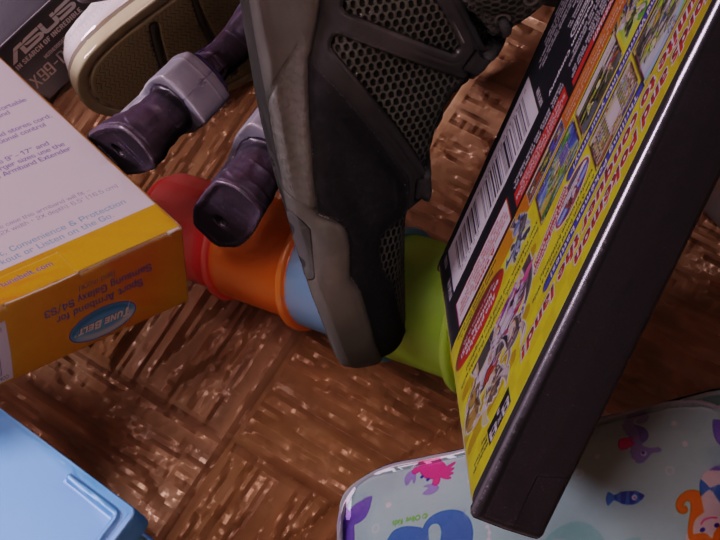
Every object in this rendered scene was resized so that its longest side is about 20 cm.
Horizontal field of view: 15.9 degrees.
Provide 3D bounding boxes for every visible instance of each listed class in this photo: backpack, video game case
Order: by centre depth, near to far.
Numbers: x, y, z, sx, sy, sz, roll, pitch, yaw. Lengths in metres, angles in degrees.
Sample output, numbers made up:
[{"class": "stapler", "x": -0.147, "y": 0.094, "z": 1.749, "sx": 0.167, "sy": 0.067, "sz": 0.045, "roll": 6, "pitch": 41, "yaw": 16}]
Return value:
[{"class": "video game case", "x": 0.077, "y": -0.044, "z": 0.801, "sx": 0.181, "sy": 0.025, "sz": 0.201, "roll": -93, "pitch": 26, "yaw": -66}, {"class": "backpack", "x": 0.082, "y": 0.146, "z": 0.836, "sx": 0.177, "sy": 0.151, "sz": 0.201, "roll": -13, "pitch": 66, "yaw": 17}]

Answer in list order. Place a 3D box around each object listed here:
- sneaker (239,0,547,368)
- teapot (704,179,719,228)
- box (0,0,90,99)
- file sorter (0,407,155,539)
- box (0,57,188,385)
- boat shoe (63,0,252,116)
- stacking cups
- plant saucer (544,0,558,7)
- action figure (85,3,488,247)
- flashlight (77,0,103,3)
[{"class": "sneaker", "x": 0.019, "y": -0.064, "z": 0.900, "sx": 0.114, "sy": 0.200, "sz": 0.076, "roll": -9, "pitch": 17, "yaw": -5}, {"class": "teapot", "x": 0.197, "y": -0.082, "z": 0.894, "sx": 0.200, "sy": 0.146, "sz": 0.198, "roll": 29, "pitch": 101, "yaw": 4}, {"class": "box", "x": -0.149, "y": -0.166, "z": 1.141, "sx": 0.200, "sy": 0.050, "sz": 0.158, "roll": -42, "pitch": 56, "yaw": 0}, {"class": "file sorter", "x": -0.162, "y": 0.155, "z": 0.950, "sx": 0.139, "sy": 0.123, "sz": 0.200, "roll": 32, "pitch": 81, "yaw": 33}, {"class": "box", "x": -0.167, "y": -0.029, "z": 0.980, "sx": 0.119, "sy": 0.042, "sz": 0.200, "roll": -24, "pitch": 41, "yaw": -25}, {"class": "boat shoe", "x": -0.044, "y": -0.139, "z": 1.072, "sx": 0.200, "sy": 0.075, "sz": 0.068, "roll": -34, "pitch": 55, "yaw": -7}, {"class": "stacking cups", "x": 0.000, "y": 0.000, "z": 0.989, "sx": 0.200, "sy": 0.061, "sz": 0.061, "roll": 21, "pitch": 76, "yaw": 32}, {"class": "plant saucer", "x": 0.137, "y": -0.170, "z": 0.943, "sx": 0.032, "sy": 0.200, "sz": 0.200, "roll": 38, "pitch": 85, "yaw": 5}, {"class": "action figure", "x": -0.015, "y": -0.105, "z": 0.997, "sx": 0.130, "sy": 0.069, "sz": 0.200, "roll": 40, "pitch": 70, "yaw": 0}, {"class": "flashlight", "x": -0.011, "y": -0.139, "z": 0.941, "sx": 0.199, "sy": 0.068, "sz": 0.068, "roll": -15, "pitch": 83, "yaw": -12}]
